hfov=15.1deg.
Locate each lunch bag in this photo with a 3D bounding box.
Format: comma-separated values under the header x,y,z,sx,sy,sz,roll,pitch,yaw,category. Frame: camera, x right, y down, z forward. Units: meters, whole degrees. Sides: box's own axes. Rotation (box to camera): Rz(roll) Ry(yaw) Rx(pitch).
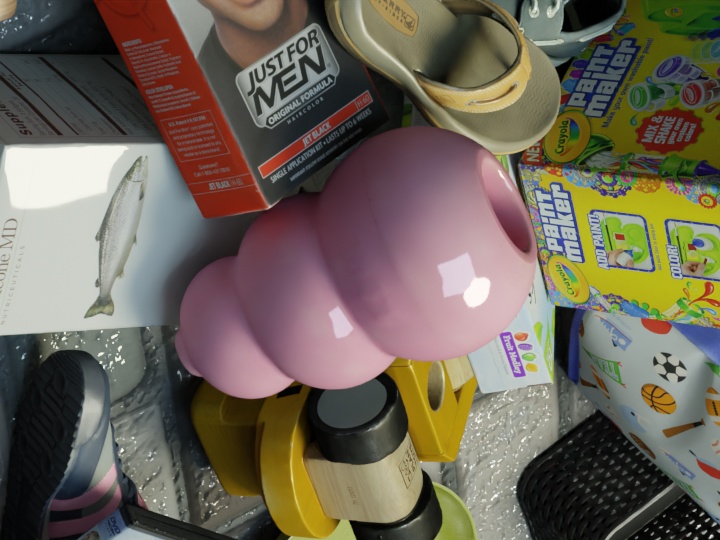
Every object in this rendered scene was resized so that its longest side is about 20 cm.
x,y,z,sx,sy,sz,roll,pitch,yaw,category
0.228,0.064,1.777,0.124,0.170,0.200,-46,163,-8,lunch bag

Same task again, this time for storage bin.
x,y,z,sx,sy,sz,roll,pitch,yaw,category
0.226,0.156,1.941,0.200,0.094,0.135,-36,135,-16,storage bin

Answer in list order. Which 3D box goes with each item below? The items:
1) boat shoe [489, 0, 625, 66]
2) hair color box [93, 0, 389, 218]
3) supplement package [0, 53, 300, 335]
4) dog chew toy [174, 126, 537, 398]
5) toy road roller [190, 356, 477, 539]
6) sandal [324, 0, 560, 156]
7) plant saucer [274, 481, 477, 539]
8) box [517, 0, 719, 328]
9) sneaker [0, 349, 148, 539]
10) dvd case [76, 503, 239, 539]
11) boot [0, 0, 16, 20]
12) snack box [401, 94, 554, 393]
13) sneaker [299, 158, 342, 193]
x,y,z,sx,sy,sz,roll,pitch,yaw,category
0.091,-0.161,1.580,0.062,0.073,0.200,-25,165,27,boat shoe
-0.075,-0.139,1.408,0.101,0.061,0.200,-38,109,-35,hair color box
-0.146,-0.044,1.482,0.200,0.117,0.117,-4,121,-37,supplement package
-0.009,0.006,1.440,0.200,0.125,0.125,-25,140,18,dog chew toy
-0.016,0.074,1.690,0.123,0.146,0.200,70,31,-42,toy road roller
0.055,-0.120,1.459,0.200,0.054,0.081,32,60,-48,sandal
-0.009,0.219,1.835,0.200,0.031,0.200,-20,128,-28,plant saucer
0.227,-0.075,1.659,0.200,0.192,0.122,-61,147,-38,box
-0.162,0.126,1.620,0.082,0.070,0.200,-7,131,-29,sneaker
-0.169,0.212,1.625,0.200,0.018,0.143,-37,148,17,dvd case
-0.254,-0.190,1.330,0.199,0.077,0.156,-9,118,-24,boot
0.074,-0.045,1.648,0.053,0.142,0.200,-7,134,15,snack box
0.000,0.000,1.579,0.075,0.200,0.115,-46,143,-21,sneaker
